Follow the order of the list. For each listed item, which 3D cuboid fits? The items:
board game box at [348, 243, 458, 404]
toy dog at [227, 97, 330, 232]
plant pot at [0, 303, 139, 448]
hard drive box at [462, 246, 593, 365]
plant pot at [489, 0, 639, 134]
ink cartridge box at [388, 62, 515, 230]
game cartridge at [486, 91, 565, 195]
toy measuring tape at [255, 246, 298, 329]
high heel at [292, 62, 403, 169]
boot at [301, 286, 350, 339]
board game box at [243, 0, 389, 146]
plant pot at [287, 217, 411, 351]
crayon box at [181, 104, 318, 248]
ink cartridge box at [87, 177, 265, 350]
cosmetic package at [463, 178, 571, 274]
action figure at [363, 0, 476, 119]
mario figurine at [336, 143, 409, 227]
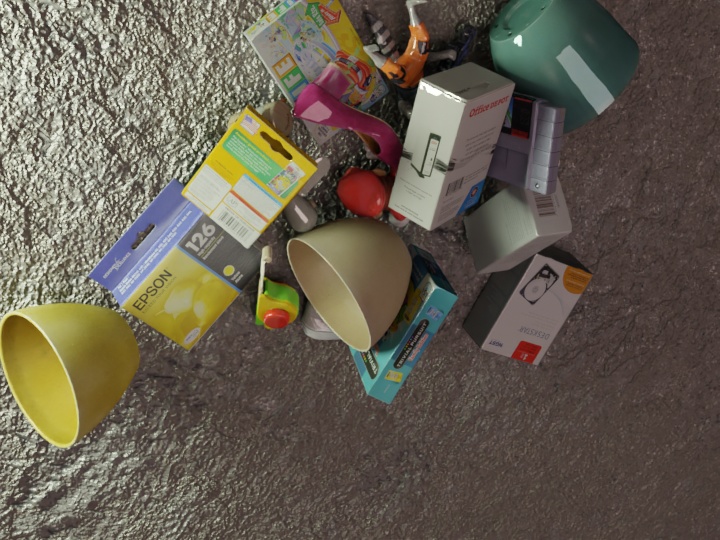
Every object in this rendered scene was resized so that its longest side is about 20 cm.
[{"bbox_3d":[0.062,0.080,1.530,0.046,0.151,0.202,25,107,-23],"label":"board game box"},{"bbox_3d":[-0.109,-0.165,1.413,0.097,0.130,0.203,-51,147,-41],"label":"toy dog"},{"bbox_3d":[-0.400,0.127,1.401,0.141,0.198,0.204,-27,134,-41],"label":"plant pot"},{"bbox_3d":[0.302,0.055,1.777,0.154,0.077,0.203,16,112,-33],"label":"hard drive box"},{"bbox_3d":[0.286,-0.329,1.455,0.201,0.201,0.161,-44,116,5],"label":"plant pot"},{"bbox_3d":[0.130,-0.180,1.405,0.145,0.083,0.203,-29,141,-49],"label":"ink cartridge box"},{"bbox_3d":[0.210,-0.200,1.451,0.038,0.198,0.132,-19,120,-36],"label":"game cartridge"},{"bbox_3d":[-0.125,0.032,1.519,0.072,0.074,0.202,-14,148,-19],"label":"toy measuring tape"},{"bbox_3d":[-0.013,-0.192,1.402,0.096,0.067,0.200,-51,127,-14],"label":"high heel"},{"bbox_3d":[0.003,0.060,1.623,0.196,0.074,0.097,-3,128,-25],"label":"boot"},{"bbox_3d":[-0.059,-0.294,1.392,0.134,0.034,0.201,-37,130,-1],"label":"board game box"},{"bbox_3d":[0.000,0.000,1.485,0.134,0.199,0.203,-36,131,-20],"label":"plant pot"},{"bbox_3d":[-0.146,-0.134,1.349,0.125,0.052,0.200,39,133,-10],"label":"crayon box"},{"bbox_3d":[-0.265,-0.004,1.463,0.198,0.047,0.199,-47,132,7],"label":"ink cartridge box"},{"bbox_3d":[0.249,-0.073,1.585,0.073,0.104,0.200,-7,167,-23],"label":"cosmetic package"},{"bbox_3d":[0.086,-0.309,1.442,0.202,0.103,0.195,-58,145,-24],"label":"action figure"},{"bbox_3d":[0.046,-0.138,1.536,0.197,0.126,0.106,-8,167,-33],"label":"mario figurine"}]
